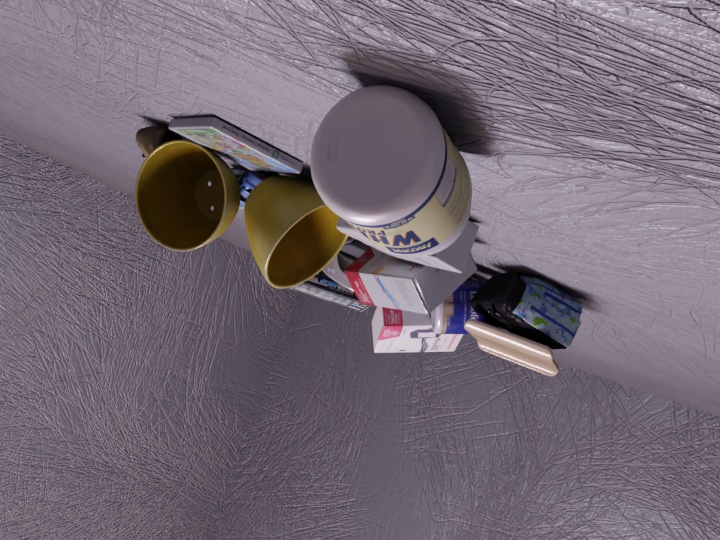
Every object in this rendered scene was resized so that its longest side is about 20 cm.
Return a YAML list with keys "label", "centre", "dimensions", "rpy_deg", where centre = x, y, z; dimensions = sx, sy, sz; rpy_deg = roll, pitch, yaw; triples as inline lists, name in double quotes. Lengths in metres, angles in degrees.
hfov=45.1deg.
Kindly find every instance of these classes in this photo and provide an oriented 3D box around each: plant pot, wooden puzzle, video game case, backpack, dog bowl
- label: "plant pot"
  centre: [-0.307, -0.142, 1.651]
  dimensions: [0.198, 0.203, 0.142]
  rpy_deg: [19, -169, 19]
- label: "wooden puzzle"
  centre: [0.311, 0.152, 1.753]
  dimensions: [0.183, 0.038, 0.200]
  rpy_deg: [20, 169, 21]
- label: "video game case"
  centre: [-0.029, -0.070, 1.926]
  dimensions: [0.198, 0.024, 0.182]
  rpy_deg: [23, -167, -15]
- label: "video game case"
  centre: [-0.218, -0.216, 1.499]
  dimensions: [0.181, 0.022, 0.199]
  rpy_deg: [25, 174, -33]
- label: "backpack"
  centre: [0.344, 0.081, 1.721]
  dimensions: [0.200, 0.154, 0.163]
  rpy_deg: [42, 165, -11]
- label: "dog bowl"
  centre: [0.000, 0.000, 1.891]
  dimensions: [0.198, 0.059, 0.200]
  rpy_deg: [25, -168, -6]
- label: "plant pot"
  centre: [-0.132, -0.091, 1.591]
  dimensions: [0.142, 0.200, 0.200]
  rpy_deg: [47, -173, 25]

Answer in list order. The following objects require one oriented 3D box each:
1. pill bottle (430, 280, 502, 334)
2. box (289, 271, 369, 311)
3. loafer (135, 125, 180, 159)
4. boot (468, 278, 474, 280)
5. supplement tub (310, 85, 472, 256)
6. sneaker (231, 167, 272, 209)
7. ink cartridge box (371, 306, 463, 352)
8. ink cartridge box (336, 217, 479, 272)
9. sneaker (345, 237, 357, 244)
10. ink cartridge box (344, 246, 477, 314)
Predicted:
- label: "pill bottle"
  centre: [0.253, 0.078, 1.853]
  dimensions: [0.197, 0.118, 0.116]
  rpy_deg: [0, 175, -2]
- label: "box"
  centre: [-0.064, -0.009, 1.985]
  dimensions: [0.198, 0.161, 0.046]
  rpy_deg: [19, 148, -31]
- label: "loafer"
  centre: [-0.388, -0.238, 1.713]
  dimensions: [0.067, 0.077, 0.200]
  rpy_deg: [21, 165, 7]
- label: "boot"
  centre: [0.196, 0.023, 1.981]
  dimensions: [0.198, 0.066, 0.165]
  rpy_deg: [28, -173, -5]
- label: "supplement tub"
  centre: [0.043, -0.099, 0.950]
  dimensions: [0.143, 0.147, 0.200]
  rpy_deg: [19, 174, 23]
- label: "sneaker"
  centre: [-0.221, -0.161, 1.740]
  dimensions: [0.073, 0.083, 0.199]
  rpy_deg: [24, 172, -23]
- label: "ink cartridge box"
  centre: [0.134, 0.121, 1.984]
  dimensions: [0.197, 0.085, 0.145]
  rpy_deg: [0, 151, -9]
- label: "ink cartridge box"
  centre: [0.074, -0.071, 1.437]
  dimensions: [0.144, 0.089, 0.199]
  rpy_deg: [25, 172, -32]
- label: "sneaker"
  centre: [-0.086, -0.103, 1.733]
  dimensions: [0.199, 0.078, 0.146]
  rpy_deg: [12, -173, -4]
- label: "ink cartridge box"
  centre: [0.091, -0.002, 1.586]
  dimensions: [0.199, 0.145, 0.084]
  rpy_deg: [7, 130, 53]
